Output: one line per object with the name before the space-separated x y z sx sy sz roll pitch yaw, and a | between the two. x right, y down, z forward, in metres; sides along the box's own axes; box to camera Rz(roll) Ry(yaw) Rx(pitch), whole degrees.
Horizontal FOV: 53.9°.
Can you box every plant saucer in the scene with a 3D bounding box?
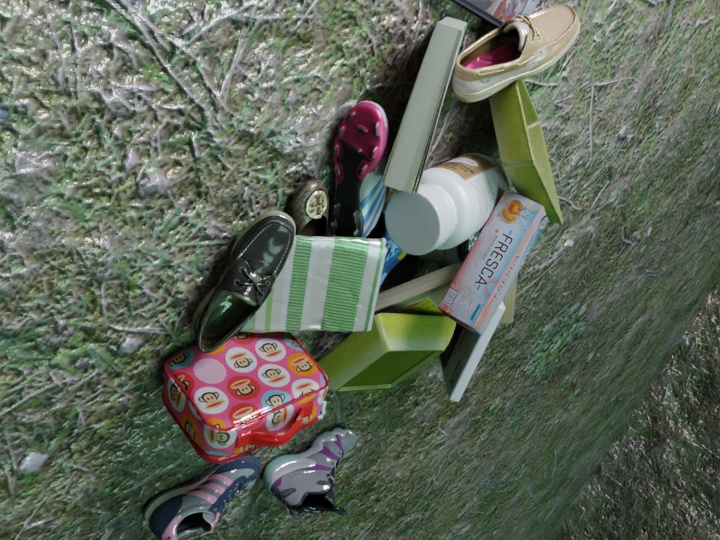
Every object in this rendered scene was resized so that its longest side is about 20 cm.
plant saucer | 0.239 -0.189 1.052 0.047 0.202 0.200 -15 152 21
plant saucer | 0.040 0.142 1.143 0.198 0.048 0.200 5 143 -44

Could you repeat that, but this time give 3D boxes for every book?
book | 0.085 -0.213 0.899 0.134 0.047 0.202 -63 171 -65

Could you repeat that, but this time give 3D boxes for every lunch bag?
lunch bag | -0.142 0.162 0.929 0.198 0.176 0.083 -15 132 -39

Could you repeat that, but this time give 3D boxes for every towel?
towel | -0.069 0.019 0.942 0.197 0.023 0.154 1 122 -16

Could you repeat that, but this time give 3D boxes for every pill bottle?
pill bottle | 0.124 -0.094 1.010 0.199 0.114 0.115 -29 142 -50

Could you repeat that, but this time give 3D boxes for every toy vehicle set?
toy vehicle set | 0.094 0.056 1.135 0.198 0.027 0.124 -22 148 17

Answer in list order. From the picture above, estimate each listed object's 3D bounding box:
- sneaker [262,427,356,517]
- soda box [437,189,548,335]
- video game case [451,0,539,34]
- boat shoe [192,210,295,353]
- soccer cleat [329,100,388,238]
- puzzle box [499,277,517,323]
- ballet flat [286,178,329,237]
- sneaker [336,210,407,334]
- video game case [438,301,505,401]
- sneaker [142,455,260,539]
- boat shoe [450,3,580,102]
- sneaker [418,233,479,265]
sneaker | -0.058 0.368 1.242 0.198 0.140 0.078 -22 137 -33
soda box | 0.192 -0.010 1.020 0.201 0.063 0.068 -59 155 -1
video game case | 0.194 -0.413 0.907 0.199 0.025 0.182 3 119 -50
boat shoe | -0.141 0.021 0.867 0.071 0.066 0.201 29 110 -26
soccer cleat | 0.004 -0.132 0.931 0.086 0.069 0.202 -39 149 -50
puzzle box | 0.242 -0.029 1.214 0.025 0.134 0.202 -4 125 0
ballet flat | -0.070 -0.028 0.948 0.067 0.046 0.202 -16 133 -37
sneaker | 0.000 0.000 1.045 0.078 0.066 0.201 25 102 -42
video game case | 0.192 0.102 1.268 0.023 0.182 0.202 16 115 -11
sneaker | -0.228 0.361 1.098 0.199 0.082 0.071 -22 136 -35
boat shoe | 0.210 -0.300 0.946 0.199 0.074 0.069 -34 157 -3
sneaker | 0.157 -0.046 1.172 0.199 0.080 0.076 -13 102 -64
